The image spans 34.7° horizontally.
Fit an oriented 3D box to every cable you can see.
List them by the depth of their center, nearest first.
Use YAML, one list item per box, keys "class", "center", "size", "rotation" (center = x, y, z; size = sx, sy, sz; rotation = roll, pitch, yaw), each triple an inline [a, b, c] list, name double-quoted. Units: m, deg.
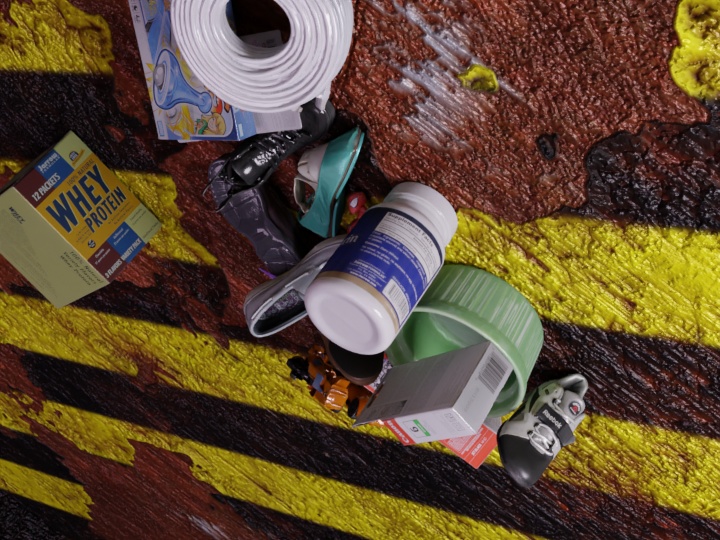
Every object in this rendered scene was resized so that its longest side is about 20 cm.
- class: "cable"
  center: [-0.107, -0.266, 1.224]
  size: [0.200, 0.069, 0.200]
  rotation: [23, 126, -2]

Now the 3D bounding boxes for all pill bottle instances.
- class: "pill bottle"
  center: [0.030, -0.007, 1.357]
  size: [0.116, 0.200, 0.116]
  rotation: [23, 143, 19]

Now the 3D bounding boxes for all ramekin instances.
- class: "ramekin"
  center: [0.135, 0.086, 1.471]
  size: [0.200, 0.098, 0.200]
  rotation: [23, 144, 18]

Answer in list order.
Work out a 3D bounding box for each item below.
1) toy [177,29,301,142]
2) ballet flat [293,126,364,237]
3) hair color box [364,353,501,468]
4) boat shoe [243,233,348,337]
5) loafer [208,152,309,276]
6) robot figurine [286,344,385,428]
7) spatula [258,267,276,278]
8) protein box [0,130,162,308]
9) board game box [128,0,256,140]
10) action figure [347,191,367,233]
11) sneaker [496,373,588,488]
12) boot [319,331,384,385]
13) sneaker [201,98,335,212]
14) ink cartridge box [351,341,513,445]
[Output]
- class: "toy"
  center: [-0.150, -0.221, 1.378]
  size: [0.200, 0.047, 0.115]
  rotation: [0, 110, 39]
- class: "ballet flat"
  center: [-0.047, -0.109, 1.412]
  size: [0.070, 0.067, 0.200]
  rotation: [19, 146, 0]
- class: "hair color box"
  center: [0.099, 0.178, 1.597]
  size: [0.200, 0.111, 0.064]
  rotation: [38, 102, -2]
- class: "boat shoe"
  center: [-0.066, 0.027, 1.519]
  size: [0.201, 0.072, 0.070]
  rotation: [-31, 128, 16]
- class: "loafer"
  center: [-0.133, -0.078, 1.541]
  size: [0.072, 0.063, 0.200]
  rotation: [-18, 118, 31]
- class: "robot figurine"
  center: [-0.028, 0.163, 1.667]
  size: [0.145, 0.058, 0.200]
  rotation: [25, -174, -21]
- class: "spatula"
  center: [-0.058, 0.021, 1.623]
  size: [0.200, 0.021, 0.057]
  rotation: [7, 164, 29]
- class: "protein box"
  center: [-0.450, -0.073, 1.752]
  size: [0.199, 0.135, 0.200]
  rotation: [48, 145, -17]
- class: "board game box"
  center: [-0.198, -0.252, 1.344]
  size: [0.135, 0.034, 0.200]
  rotation: [5, 114, 37]
- class: "action figure"
  center: [0.000, 0.000, 1.458]
  size: [0.052, 0.200, 0.065]
  rotation: [-1, -173, -10]
- class: "sneaker"
  center: [0.232, 0.187, 1.431]
  size: [0.074, 0.200, 0.089]
  rotation: [46, 126, -6]
- class: "boot"
  center: [-0.012, 0.111, 1.563]
  size: [0.200, 0.074, 0.075]
  rotation: [-122, 25, -60]
- class: "sneaker"
  center: [-0.114, -0.143, 1.401]
  size: [0.060, 0.104, 0.200]
  rotation: [47, 145, -16]
- class: "ink cartridge box"
  center: [0.085, 0.157, 1.412]
  size: [0.050, 0.109, 0.200]
  rotation: [47, 144, -16]
